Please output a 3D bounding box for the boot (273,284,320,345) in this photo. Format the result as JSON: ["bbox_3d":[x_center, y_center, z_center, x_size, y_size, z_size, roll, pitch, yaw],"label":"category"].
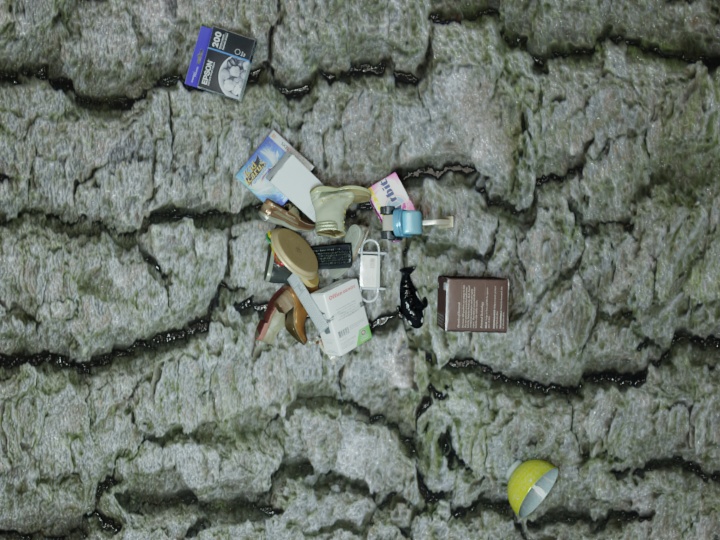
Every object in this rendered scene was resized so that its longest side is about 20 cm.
[{"bbox_3d":[-0.183,0.128,1.754,0.155,0.076,0.202,-40,117,-28],"label":"boot"}]

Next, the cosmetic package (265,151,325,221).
[{"bbox_3d":[-0.188,-0.263,1.697,0.113,0.081,0.200,-47,118,-1],"label":"cosmetic package"}]

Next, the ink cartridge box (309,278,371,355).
[{"bbox_3d":[-0.060,0.143,1.691,0.144,0.083,0.204,-24,104,-39],"label":"ink cartridge box"}]

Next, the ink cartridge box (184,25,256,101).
[{"bbox_3d":[-0.455,-0.674,1.741,0.196,0.043,0.202,16,91,0],"label":"ink cartridge box"}]

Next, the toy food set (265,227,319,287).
[{"bbox_3d":[-0.204,-0.049,1.660,0.048,0.198,0.200,-39,50,23],"label":"toy food set"}]

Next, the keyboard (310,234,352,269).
[{"bbox_3d":[-0.103,-0.068,1.709,0.197,0.020,0.130,-3,93,41],"label":"keyboard"}]

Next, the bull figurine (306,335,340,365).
[{"bbox_3d":[-0.108,0.202,1.744,0.120,0.064,0.205,9,81,-44],"label":"bull figurine"}]

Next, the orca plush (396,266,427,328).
[{"bbox_3d":[0.172,0.091,1.756,0.103,0.071,0.205,2,91,-1],"label":"orca plush"}]

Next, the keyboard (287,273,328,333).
[{"bbox_3d":[-0.162,0.098,1.659,0.011,0.056,0.202,-25,77,-39],"label":"keyboard"}]

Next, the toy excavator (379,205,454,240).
[{"bbox_3d":[0.177,-0.145,1.663,0.196,0.194,0.102,0,91,24],"label":"toy excavator"}]

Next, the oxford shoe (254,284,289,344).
[{"bbox_3d":[-0.271,0.144,1.761,0.074,0.070,0.203,29,89,-28],"label":"oxford shoe"}]

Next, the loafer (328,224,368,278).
[{"bbox_3d":[-0.032,-0.056,1.702,0.072,0.062,0.202,46,122,29],"label":"loafer"}]

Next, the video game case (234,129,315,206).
[{"bbox_3d":[-0.276,-0.318,1.751,0.181,0.045,0.201,40,90,-1],"label":"video game case"}]

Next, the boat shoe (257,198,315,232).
[{"bbox_3d":[-0.223,-0.173,1.698,0.197,0.076,0.073,15,103,-37],"label":"boat shoe"}]

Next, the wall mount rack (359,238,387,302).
[{"bbox_3d":[0.000,0.000,1.753,0.170,0.075,0.205,2,90,-4],"label":"wall mount rack"}]

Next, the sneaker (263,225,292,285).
[{"bbox_3d":[-0.245,-0.053,1.754,0.104,0.075,0.204,14,82,-22],"label":"sneaker"}]

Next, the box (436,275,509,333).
[{"bbox_3d":[0.353,0.104,1.713,0.195,0.166,0.168,1,92,-1],"label":"box"}]

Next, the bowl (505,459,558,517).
[{"bbox_3d":[0.537,0.683,1.748,0.107,0.200,0.202,36,90,41],"label":"bowl"}]

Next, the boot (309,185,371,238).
[{"bbox_3d":[-0.053,-0.179,1.654,0.196,0.072,0.158,-2,68,-17],"label":"boot"}]

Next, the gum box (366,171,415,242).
[{"bbox_3d":[0.110,-0.199,1.750,0.112,0.066,0.202,-29,92,-1],"label":"gum box"}]
